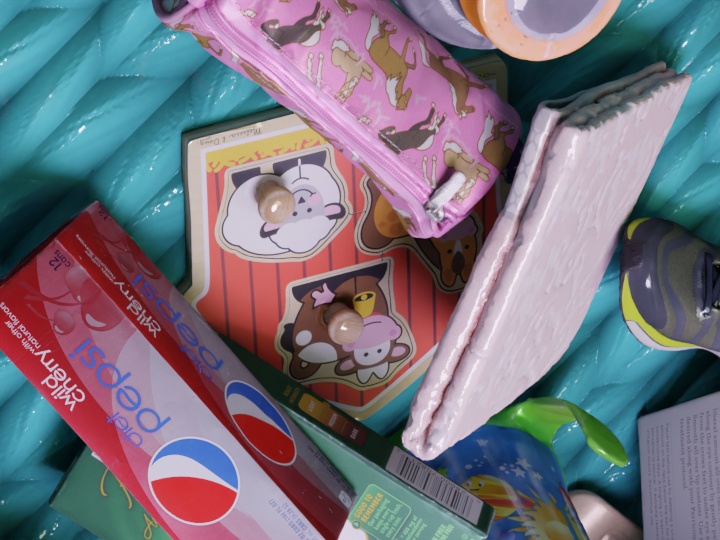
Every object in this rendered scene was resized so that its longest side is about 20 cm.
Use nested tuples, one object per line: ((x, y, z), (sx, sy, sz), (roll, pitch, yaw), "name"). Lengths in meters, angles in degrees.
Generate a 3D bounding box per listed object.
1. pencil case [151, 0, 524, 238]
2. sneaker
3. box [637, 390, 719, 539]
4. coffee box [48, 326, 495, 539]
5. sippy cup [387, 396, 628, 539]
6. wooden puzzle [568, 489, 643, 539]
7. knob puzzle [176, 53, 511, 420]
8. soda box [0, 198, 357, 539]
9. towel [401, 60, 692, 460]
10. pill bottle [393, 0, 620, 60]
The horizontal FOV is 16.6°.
((-0.011, -0.099, 1.172), (0.200, 0.086, 0.083), (40, 84, -30), "pencil case")
((0.218, 0.017, 1.366), (0.200, 0.081, 0.074), (21, 68, -40), "sneaker")
((0.276, 0.120, 1.391), (0.152, 0.107, 0.200), (10, 160, -32), "box")
((-0.045, 0.120, 1.262), (0.200, 0.044, 0.123), (31, 111, -1), "coffee box")
((0.072, 0.164, 1.359), (0.139, 0.130, 0.179), (-5, 118, -20), "sippy cup")
((0.133, 0.240, 1.513), (0.185, 0.037, 0.200), (-47, 123, 7), "wooden puzzle")
((0.000, 0.000, 1.289), (0.219, 0.030, 0.220), (-13, 125, -20), "knob puzzle")
((-0.093, 0.066, 1.193), (0.063, 0.070, 0.200), (-39, 96, 21), "soda box")
((0.095, -0.010, 1.259), (0.200, 0.032, 0.192), (-26, 142, -64), "towel")
((0.042, -0.166, 1.092), (0.106, 0.200, 0.107), (-13, 125, -19), "pill bottle")
